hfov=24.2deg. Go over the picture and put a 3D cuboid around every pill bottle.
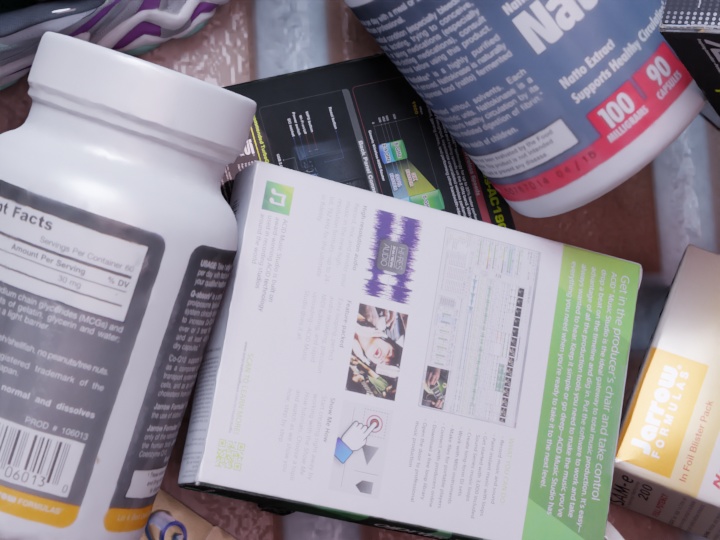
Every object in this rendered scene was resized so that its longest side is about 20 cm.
[{"bbox_3d":[0.058,-0.134,0.751,0.200,0.119,0.120,49,68,-16],"label":"pill bottle"},{"bbox_3d":[-0.118,0.010,0.707,0.116,0.116,0.201,18,92,-18],"label":"pill bottle"}]

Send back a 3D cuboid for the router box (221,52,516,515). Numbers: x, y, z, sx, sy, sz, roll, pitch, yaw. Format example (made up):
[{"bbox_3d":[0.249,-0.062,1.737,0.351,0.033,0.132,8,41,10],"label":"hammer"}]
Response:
[{"bbox_3d":[0.000,0.000,0.808,0.149,0.062,0.201,-14,87,-23],"label":"router box"}]

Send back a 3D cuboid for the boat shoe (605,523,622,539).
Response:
[{"bbox_3d":[0.119,0.217,0.812,0.059,0.072,0.201,-17,92,-26],"label":"boat shoe"}]

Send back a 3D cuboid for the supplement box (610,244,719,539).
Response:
[{"bbox_3d":[0.234,0.084,0.839,0.199,0.074,0.126,19,73,10],"label":"supplement box"}]

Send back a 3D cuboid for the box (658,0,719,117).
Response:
[{"bbox_3d":[0.200,-0.159,0.751,0.160,0.044,0.201,38,64,-55],"label":"box"}]

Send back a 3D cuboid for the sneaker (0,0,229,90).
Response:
[{"bbox_3d":[-0.115,-0.138,0.742,0.200,0.140,0.078,-29,92,-22],"label":"sneaker"}]

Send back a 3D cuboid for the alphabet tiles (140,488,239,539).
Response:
[{"bbox_3d":[-0.085,0.206,0.773,0.200,0.006,0.167,36,70,-12],"label":"alphabet tiles"}]

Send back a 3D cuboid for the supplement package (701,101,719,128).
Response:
[{"bbox_3d":[0.198,-0.166,0.884,0.200,0.114,0.110,39,70,-13],"label":"supplement package"}]

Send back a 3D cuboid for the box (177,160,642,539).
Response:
[{"bbox_3d":[0.027,0.046,0.759,0.199,0.036,0.145,14,77,-18],"label":"box"}]
